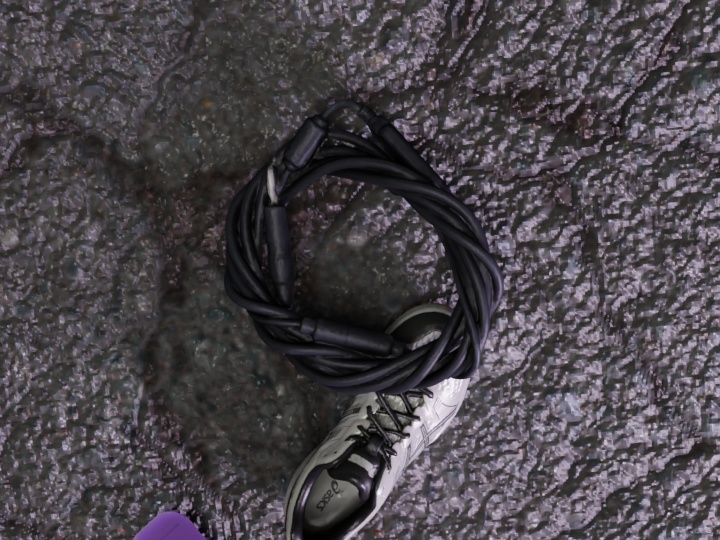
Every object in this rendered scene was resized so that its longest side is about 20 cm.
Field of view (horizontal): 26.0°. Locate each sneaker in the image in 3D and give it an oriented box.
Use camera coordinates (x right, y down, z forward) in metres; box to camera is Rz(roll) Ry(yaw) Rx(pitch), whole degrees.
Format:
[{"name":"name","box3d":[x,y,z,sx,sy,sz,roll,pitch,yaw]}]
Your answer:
[{"name":"sneaker","box3d":[0.015,0.117,1.064,0.075,0.088,0.201,30,105,-2]}]

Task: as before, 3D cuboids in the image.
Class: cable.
[{"name":"cable","box3d":[0.000,0.000,1.023,0.163,0.051,0.200,-42,81,8]}]

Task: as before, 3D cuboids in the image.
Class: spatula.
[{"name":"spatula","box3d":[-0.081,0.252,1.143,0.200,0.021,0.057,41,117,-10]}]
